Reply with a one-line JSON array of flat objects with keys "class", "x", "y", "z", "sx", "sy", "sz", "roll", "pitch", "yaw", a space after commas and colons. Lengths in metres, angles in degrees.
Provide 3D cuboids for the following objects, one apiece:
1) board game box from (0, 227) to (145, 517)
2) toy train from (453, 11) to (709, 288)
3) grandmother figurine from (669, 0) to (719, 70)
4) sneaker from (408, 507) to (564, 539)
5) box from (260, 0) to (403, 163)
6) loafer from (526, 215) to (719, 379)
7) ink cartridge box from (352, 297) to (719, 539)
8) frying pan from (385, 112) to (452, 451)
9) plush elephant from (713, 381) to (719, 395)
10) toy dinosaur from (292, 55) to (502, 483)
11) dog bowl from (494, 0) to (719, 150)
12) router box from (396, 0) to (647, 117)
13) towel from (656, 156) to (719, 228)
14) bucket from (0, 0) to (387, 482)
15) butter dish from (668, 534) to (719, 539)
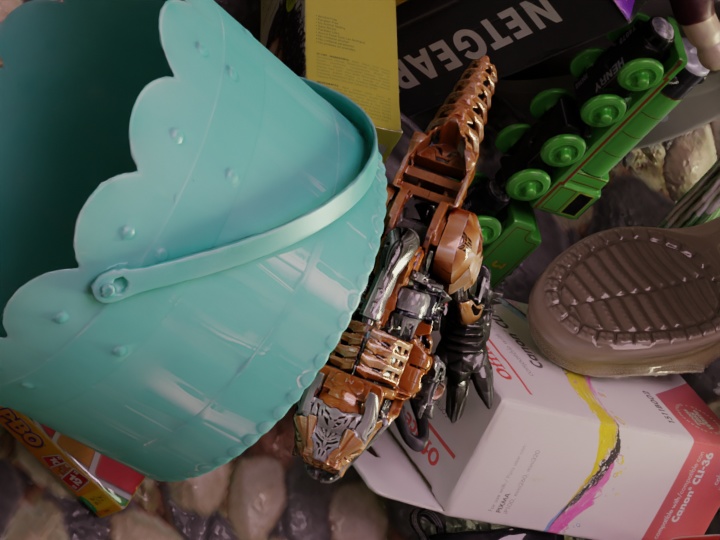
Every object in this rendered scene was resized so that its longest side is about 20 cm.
[{"class": "board game box", "x": -0.099, "y": 0.008, "z": 1.282, "sx": 0.096, "sy": 0.030, "sz": 0.200, "roll": 45, "pitch": 51, "yaw": -18}, {"class": "toy train", "x": 0.098, "y": -0.054, "z": 1.347, "sx": 0.056, "sy": 0.200, "sz": 0.042, "roll": 16, "pitch": 47, "yaw": -32}, {"class": "grandmother figurine", "x": 0.170, "y": -0.155, "z": 1.266, "sx": 0.200, "sy": 0.060, "sz": 0.122, "roll": 31, "pitch": 54, "yaw": -36}, {"class": "sneaker", "x": 0.093, "y": 0.186, "z": 1.342, "sx": 0.199, "sy": 0.075, "sz": 0.114, "roll": 28, "pitch": 59, "yaw": -29}, {"class": "box", "x": -0.016, "y": -0.124, "z": 1.317, "sx": 0.050, "sy": 0.075, "sz": 0.201, "roll": 12, "pitch": 49, "yaw": -16}, {"class": "loafer", "x": 0.156, "y": 0.019, "z": 1.367, "sx": 0.199, "sy": 0.068, "sz": 0.076, "roll": -12, "pitch": 58, "yaw": -38}, {"class": "ink cartridge box", "x": 0.075, "y": 0.067, "z": 1.334, "sx": 0.199, "sy": 0.068, "sz": 0.117, "roll": 12, "pitch": 24, "yaw": -35}, {"class": "frying pan", "x": 0.012, "y": -0.006, "z": 1.310, "sx": 0.115, "sy": 0.031, "sz": 0.191, "roll": -22, "pitch": 72, "yaw": -36}, {"class": "plush elephant", "x": 0.285, "y": 0.055, "z": 1.354, "sx": 0.155, "sy": 0.199, "sz": 0.166, "roll": 39, "pitch": 33, "yaw": -63}, {"class": "toy dinosaur", "x": 0.024, "y": 0.003, "z": 1.199, "sx": 0.102, "sy": 0.136, "sz": 0.200, "roll": 40, "pitch": 72, "yaw": 14}, {"class": "dog bowl", "x": 0.154, "y": -0.131, "z": 1.421, "sx": 0.200, "sy": 0.199, "sz": 0.059, "roll": -50, "pitch": 122, "yaw": -37}, {"class": "router box", "x": 0.087, "y": -0.154, "z": 1.364, "sx": 0.051, "sy": 0.199, "sz": 0.149, "roll": 50, "pitch": 52, "yaw": -16}, {"class": "towel", "x": 0.226, "y": -0.043, "z": 1.445, "sx": 0.152, "sy": 0.200, "sz": 0.023, "roll": -9, "pitch": 58, "yaw": -39}, {"class": "bucket", "x": -0.094, "y": -0.021, "z": 1.156, "sx": 0.134, "sy": 0.207, "sz": 0.208, "roll": 34, "pitch": 58, "yaw": -29}, {"class": "butter dish", "x": 0.223, "y": 0.213, "z": 1.323, "sx": 0.199, "sy": 0.199, "sz": 0.149, "roll": 41, "pitch": 49, "yaw": -53}]
